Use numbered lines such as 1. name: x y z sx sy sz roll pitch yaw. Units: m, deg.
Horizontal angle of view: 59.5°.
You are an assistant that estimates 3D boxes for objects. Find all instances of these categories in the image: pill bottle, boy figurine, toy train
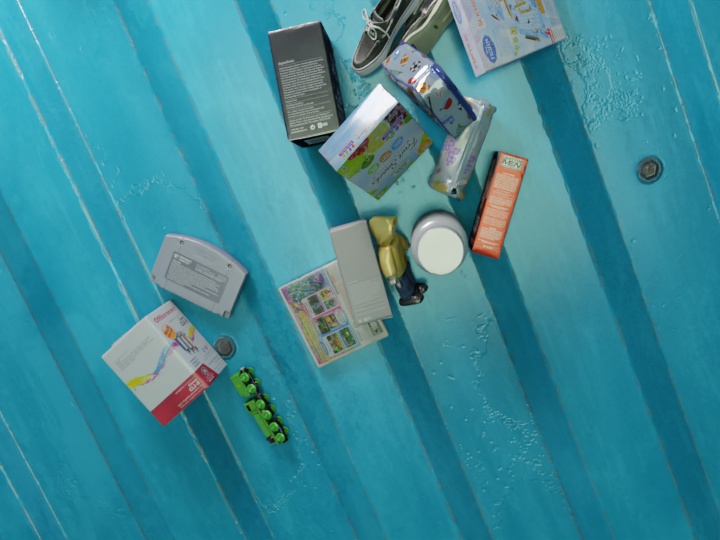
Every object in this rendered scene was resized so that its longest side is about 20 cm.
1. pill bottle: 0.155 -0.054 1.244 0.112 0.200 0.117 1 102 5
2. boy figurine: 0.077 -0.031 1.296 0.064 0.125 0.202 -7 119 29
3. toy train: -0.230 0.312 1.434 0.056 0.042 0.202 -26 98 19

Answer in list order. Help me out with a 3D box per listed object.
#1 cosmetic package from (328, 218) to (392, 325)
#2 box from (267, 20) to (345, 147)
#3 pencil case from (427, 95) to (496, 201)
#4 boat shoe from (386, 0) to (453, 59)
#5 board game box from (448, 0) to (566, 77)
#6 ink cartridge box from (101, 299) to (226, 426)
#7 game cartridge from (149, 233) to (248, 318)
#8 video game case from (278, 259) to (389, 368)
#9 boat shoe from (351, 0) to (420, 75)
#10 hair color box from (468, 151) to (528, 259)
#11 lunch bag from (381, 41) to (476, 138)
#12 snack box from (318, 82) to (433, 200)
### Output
1. cosmetic package: 0.000 0.000 1.296 0.089 0.107 0.203 -13 100 1
2. box: -0.097 -0.355 1.226 0.105 0.148 0.204 -11 95 6
3. pencil case: 0.202 -0.245 1.259 0.082 0.091 0.203 19 101 1
4. boat shoe: 0.118 -0.480 1.243 0.200 0.071 0.068 -49 56 18
5. board game box: 0.271 -0.498 1.190 0.197 0.041 0.203 -25 99 -16
6. ink cartridge box: -0.423 0.196 1.373 0.144 0.145 0.201 -40 96 11
7. game cartridge: -0.352 0.005 1.386 0.198 0.041 0.135 26 106 -1
8. video game case: -0.058 0.090 1.383 0.180 0.024 0.202 -25 99 10
9. boat shoe: 0.038 -0.475 1.219 0.200 0.068 0.074 -47 60 22
10. hair color box: 0.274 -0.134 1.269 0.060 0.102 0.203 15 101 2
11. lunch bag: 0.130 -0.341 1.189 0.076 0.201 0.160 -44 132 13
12. snack box: 0.036 -0.241 1.218 0.169 0.199 0.068 -46 66 12
